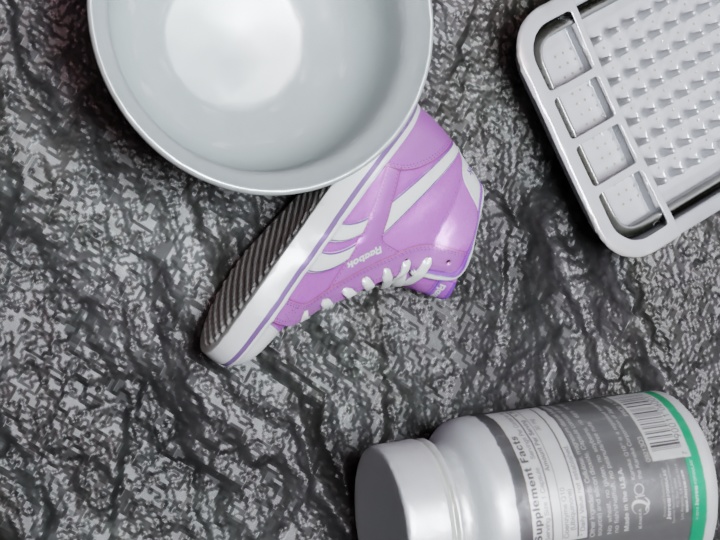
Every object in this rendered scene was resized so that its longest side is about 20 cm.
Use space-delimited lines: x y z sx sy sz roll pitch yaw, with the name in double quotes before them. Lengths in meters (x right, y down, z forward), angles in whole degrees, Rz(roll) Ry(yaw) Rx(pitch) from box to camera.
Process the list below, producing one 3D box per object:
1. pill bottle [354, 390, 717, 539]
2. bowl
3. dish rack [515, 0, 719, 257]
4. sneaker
"pill bottle" 0.104 0.139 0.878 0.198 0.113 0.114 -6 89 -19
"bowl" -0.065 -0.139 0.842 0.199 0.090 0.204 1 86 -20
"dish rack" 0.200 -0.119 0.962 0.199 0.043 0.173 -29 96 -19
"sneaker" 0.000 0.000 0.871 0.114 0.073 0.201 45 77 -19
